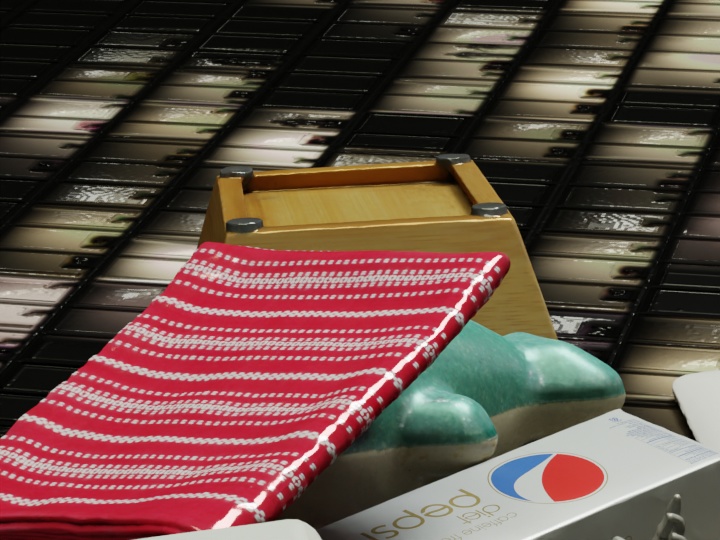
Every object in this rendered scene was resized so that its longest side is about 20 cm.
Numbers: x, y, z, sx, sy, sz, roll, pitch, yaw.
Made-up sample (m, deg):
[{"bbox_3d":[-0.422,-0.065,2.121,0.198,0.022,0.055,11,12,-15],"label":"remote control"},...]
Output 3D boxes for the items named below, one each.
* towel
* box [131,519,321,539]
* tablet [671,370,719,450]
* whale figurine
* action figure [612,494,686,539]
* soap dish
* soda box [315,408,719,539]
[{"bbox_3d":[-0.053,0.044,1.061,0.145,0.022,0.200,2,31,36],"label":"towel"},{"bbox_3d":[-0.071,0.198,0.752,0.171,0.200,0.199,-8,21,-7],"label":"box"},{"bbox_3d":[0.216,0.081,1.273,0.130,0.014,0.200,-5,21,-5],"label":"tablet"},{"bbox_3d":[0.008,0.042,1.207,0.200,0.104,0.159,-10,10,-26],"label":"whale figurine"},{"bbox_3d":[0.135,0.134,1.029,0.119,0.102,0.200,20,27,21],"label":"action figure"},{"bbox_3d":[0.000,0.000,1.371,0.157,0.081,0.200,-3,12,-4],"label":"soap dish"},{"bbox_3d":[0.050,0.118,1.119,0.200,0.068,0.064,-18,27,-36],"label":"soda box"}]
